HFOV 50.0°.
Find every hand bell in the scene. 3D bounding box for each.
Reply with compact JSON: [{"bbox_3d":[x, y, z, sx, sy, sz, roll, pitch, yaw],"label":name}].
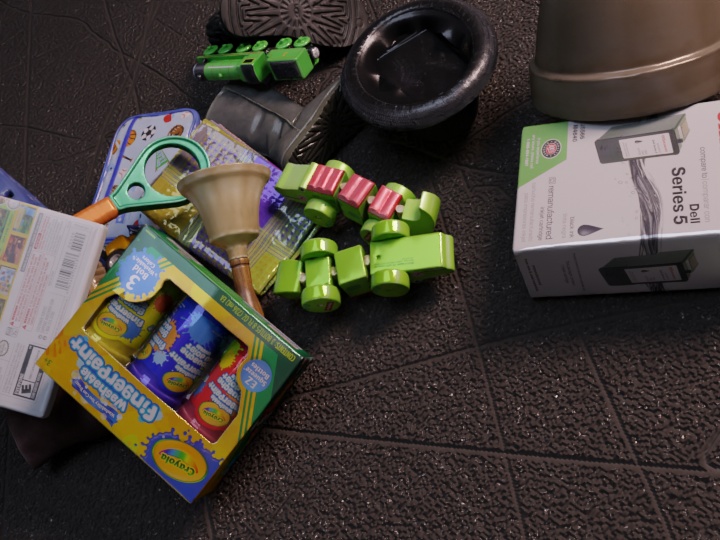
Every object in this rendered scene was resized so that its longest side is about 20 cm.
[{"bbox_3d":[-0.128,0.000,0.818,0.103,0.104,0.203,-14,81,18],"label":"hand bell"}]

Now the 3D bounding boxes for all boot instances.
[{"bbox_3d":[-0.091,-0.211,0.988,0.182,0.073,0.199,-45,43,-10],"label":"boot"},{"bbox_3d":[-0.106,-0.342,1.070,0.158,0.207,0.081,-161,74,-74],"label":"boot"},{"bbox_3d":[-0.325,0.091,0.833,0.165,0.072,0.202,-27,85,1],"label":"boot"}]

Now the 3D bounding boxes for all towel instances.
[{"bbox_3d":[-0.148,-0.076,0.891,0.199,0.023,0.144,36,75,15],"label":"towel"}]

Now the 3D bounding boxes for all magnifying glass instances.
[{"bbox_3d":[-0.254,-0.082,0.853,0.199,0.022,0.080,-35,85,-21],"label":"magnifying glass"}]

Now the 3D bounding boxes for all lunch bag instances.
[{"bbox_3d":[-0.268,-0.104,0.981,0.158,0.076,0.203,1,65,26],"label":"lunch bag"}]

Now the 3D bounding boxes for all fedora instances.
[{"bbox_3d":[0.074,-0.213,0.879,0.198,0.092,0.203,-14,52,18],"label":"fedora"}]

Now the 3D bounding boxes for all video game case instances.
[{"bbox_3d":[-0.373,0.027,0.783,0.179,0.023,0.203,15,81,-1],"label":"video game case"}]

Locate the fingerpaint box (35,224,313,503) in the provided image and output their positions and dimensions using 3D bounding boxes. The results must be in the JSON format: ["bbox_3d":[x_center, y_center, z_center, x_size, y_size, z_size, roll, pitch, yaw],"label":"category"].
[{"bbox_3d":[-0.174,0.086,0.735,0.199,0.073,0.168,39,88,8],"label":"fingerpaint box"}]

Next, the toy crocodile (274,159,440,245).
[{"bbox_3d":[-0.006,-0.078,0.834,0.198,0.062,0.068,22,68,24],"label":"toy crocodile"}]

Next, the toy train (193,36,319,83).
[{"bbox_3d":[-0.139,-0.266,0.993,0.197,0.042,0.057,6,49,34],"label":"toy train"}]

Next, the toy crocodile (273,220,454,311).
[{"bbox_3d":[0.000,0.000,0.785,0.197,0.062,0.069,-12,65,17],"label":"toy crocodile"}]

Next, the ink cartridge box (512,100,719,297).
[{"bbox_3d":[0.245,-0.062,0.688,0.197,0.084,0.147,-5,56,25],"label":"ink cartridge box"}]

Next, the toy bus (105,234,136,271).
[{"bbox_3d":[-0.208,0.034,0.849,0.078,0.065,0.201,-37,58,0],"label":"toy bus"}]

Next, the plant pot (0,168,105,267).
[{"bbox_3d":[-0.413,0.013,0.910,0.178,0.201,0.201,26,71,30],"label":"plant pot"}]

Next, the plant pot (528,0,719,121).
[{"bbox_3d":[0.247,-0.259,0.722,0.197,0.176,0.201,-13,25,6],"label":"plant pot"}]
